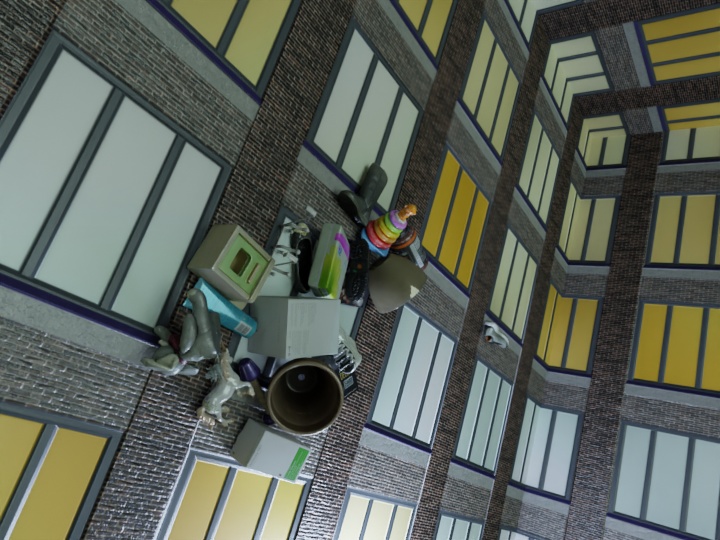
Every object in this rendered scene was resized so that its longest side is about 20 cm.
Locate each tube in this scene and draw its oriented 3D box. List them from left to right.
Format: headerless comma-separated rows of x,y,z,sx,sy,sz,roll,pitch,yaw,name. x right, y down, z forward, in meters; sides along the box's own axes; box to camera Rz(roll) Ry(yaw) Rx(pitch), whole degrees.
-0.341,0.101,1.381,0.200,0.050,0.078,43,64,-39,tube

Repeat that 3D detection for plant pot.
-0.151,0.313,1.503,0.198,0.175,0.202,-1,99,-8,plant pot
0.100,0.023,1.829,0.135,0.200,0.200,53,50,-13,plant pot

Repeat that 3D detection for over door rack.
-0.176,-0.066,1.454,0.066,0.200,0.149,27,69,-20,over door rack

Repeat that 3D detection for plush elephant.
-0.395,0.167,1.244,0.165,0.154,0.201,87,-10,-69,plush elephant

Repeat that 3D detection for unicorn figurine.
-0.331,0.290,1.379,0.138,0.073,0.201,51,54,-40,unicorn figurine

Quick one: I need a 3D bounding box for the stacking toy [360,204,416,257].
0.103,-0.150,1.778,0.116,0.200,0.110,39,37,-16,stacking toy

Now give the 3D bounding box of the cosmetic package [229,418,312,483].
-0.237,0.483,1.493,0.200,0.084,0.108,39,74,-46,cosmetic package

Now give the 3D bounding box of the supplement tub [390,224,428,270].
0.155,-0.085,1.938,0.107,0.106,0.201,-56,131,-33,supplement tub

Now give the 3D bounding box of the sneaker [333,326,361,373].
-0.065,0.207,1.675,0.081,0.075,0.201,-27,86,-55,sneaker

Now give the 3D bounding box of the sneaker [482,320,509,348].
0.616,0.309,2.576,0.200,0.074,0.080,44,69,-36,sneaker

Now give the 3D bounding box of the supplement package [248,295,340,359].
-0.175,0.147,1.503,0.199,0.150,0.153,4,89,-51,supplement package

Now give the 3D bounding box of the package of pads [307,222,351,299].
-0.088,-0.013,1.620,0.155,0.068,0.201,70,31,-64,package of pads

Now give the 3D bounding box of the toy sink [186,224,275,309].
-0.296,-0.001,1.374,0.200,0.111,0.131,50,55,-40,toy sink

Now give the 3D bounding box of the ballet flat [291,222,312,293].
-0.157,-0.035,1.584,0.066,0.057,0.202,-6,97,-33,ballet flat

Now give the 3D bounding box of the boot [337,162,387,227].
0.014,-0.261,1.778,0.201,0.072,0.182,-62,149,-19,boot

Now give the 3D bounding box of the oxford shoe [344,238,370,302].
0.000,0.000,1.721,0.084,0.072,0.202,-48,149,-76,oxford shoe

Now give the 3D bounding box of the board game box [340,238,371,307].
-0.031,0.009,1.767,0.135,0.034,0.202,16,80,-50,board game box

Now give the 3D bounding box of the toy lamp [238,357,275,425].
-0.267,0.317,1.475,0.058,0.058,0.201,-46,126,-39,toy lamp

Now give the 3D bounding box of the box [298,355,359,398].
-0.096,0.332,1.695,0.199,0.049,0.159,-26,112,-47,box
